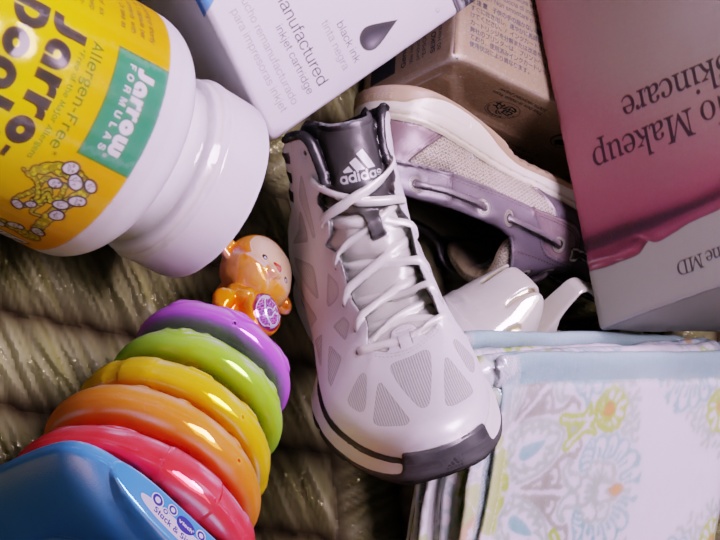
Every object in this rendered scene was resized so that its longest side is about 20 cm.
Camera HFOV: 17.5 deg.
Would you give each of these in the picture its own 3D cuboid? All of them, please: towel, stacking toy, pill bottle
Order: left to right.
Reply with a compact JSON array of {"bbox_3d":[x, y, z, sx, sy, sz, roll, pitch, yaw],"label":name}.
[{"bbox_3d":[-0.139,-0.073,0.957,0.200,0.113,0.113,29,56,-33],"label":"pill bottle"},{"bbox_3d":[-0.070,0.057,0.976,0.116,0.110,0.200,46,46,-20],"label":"stacking toy"},{"bbox_3d":[0.101,0.115,1.117,0.200,0.048,0.172,2,99,-42],"label":"towel"}]

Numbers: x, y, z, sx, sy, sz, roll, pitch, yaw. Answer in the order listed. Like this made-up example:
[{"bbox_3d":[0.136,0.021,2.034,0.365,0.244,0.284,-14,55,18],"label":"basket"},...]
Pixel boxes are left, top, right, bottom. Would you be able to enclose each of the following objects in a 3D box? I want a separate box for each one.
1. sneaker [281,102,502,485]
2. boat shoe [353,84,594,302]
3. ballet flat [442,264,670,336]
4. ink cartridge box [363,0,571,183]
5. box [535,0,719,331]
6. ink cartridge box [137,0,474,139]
[{"bbox_3d":[-0.001,0.000,1.008,0.201,0.076,0.116,-118,-168,-56],"label":"sneaker"},{"bbox_3d":[0.066,-0.022,1.164,0.200,0.072,0.065,33,66,-38],"label":"boat shoe"},{"bbox_3d":[0.083,0.035,1.144,0.200,0.072,0.068,8,30,-41],"label":"ballet flat"},{"bbox_3d":[0.098,-0.136,1.233,0.200,0.075,0.165,22,58,-35],"label":"ink cartridge box"},{"bbox_3d":[0.176,-0.080,1.140,0.109,0.128,0.200,2,73,-42],"label":"box"},{"bbox_3d":[-0.010,-0.176,1.064,0.200,0.084,0.145,-36,117,-18],"label":"ink cartridge box"}]
